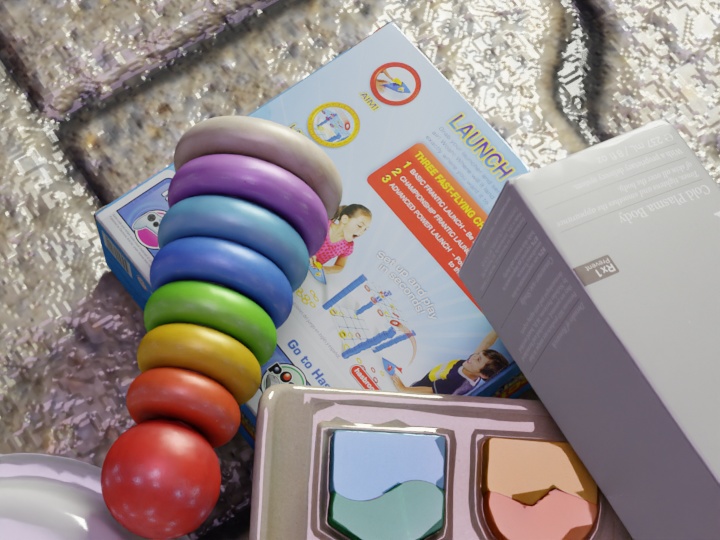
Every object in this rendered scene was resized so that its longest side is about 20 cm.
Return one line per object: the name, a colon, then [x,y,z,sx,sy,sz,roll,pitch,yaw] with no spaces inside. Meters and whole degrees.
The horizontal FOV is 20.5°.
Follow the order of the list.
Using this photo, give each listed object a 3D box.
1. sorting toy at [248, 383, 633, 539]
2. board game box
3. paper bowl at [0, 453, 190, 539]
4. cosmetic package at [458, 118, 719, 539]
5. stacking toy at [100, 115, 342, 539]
sorting toy: [0.046,0.148,0.921,0.199,0.036,0.186,5,76,-10]
board game box: [0.000,0.000,1.024,0.196,0.056,0.200,-34,68,-16]
paper bowl: [-0.161,0.180,0.906,0.200,0.104,0.201,1,63,-1]
cosmetic package: [0.146,0.042,0.919,0.107,0.090,0.200,-22,63,-30]
stacking toy: [-0.072,0.029,0.924,0.085,0.085,0.201,13,61,7]
